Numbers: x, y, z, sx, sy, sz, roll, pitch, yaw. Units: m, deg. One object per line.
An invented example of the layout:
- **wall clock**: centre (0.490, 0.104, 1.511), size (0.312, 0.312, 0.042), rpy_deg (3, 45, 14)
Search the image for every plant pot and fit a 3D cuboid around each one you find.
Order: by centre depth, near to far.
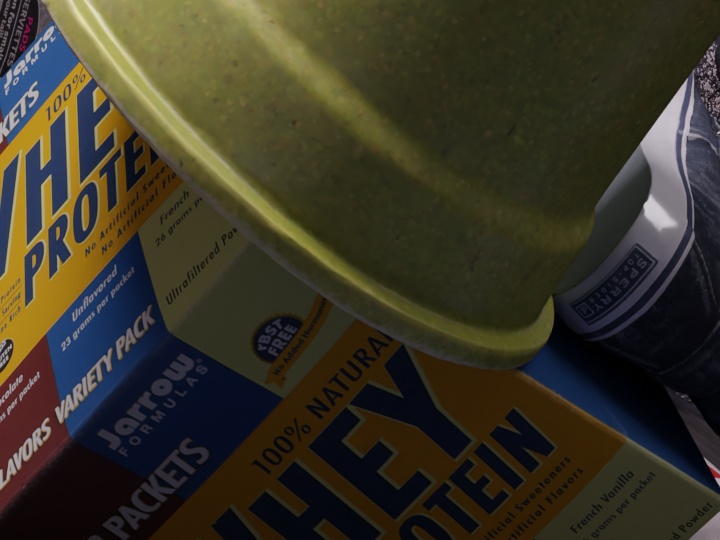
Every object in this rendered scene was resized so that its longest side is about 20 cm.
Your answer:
- **plant pot**: centre (0.039, -0.107, 0.626), size (0.200, 0.184, 0.201), rpy_deg (38, 19, -16)

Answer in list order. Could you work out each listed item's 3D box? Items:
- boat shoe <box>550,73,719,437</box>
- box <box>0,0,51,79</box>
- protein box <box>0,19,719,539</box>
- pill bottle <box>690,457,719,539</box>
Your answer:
- **boat shoe**: centre (0.110, -0.012, 0.768), size (0.091, 0.071, 0.200), rpy_deg (42, 25, -14)
- **box**: centre (-0.199, -0.178, 1.013), size (0.132, 0.201, 0.115), rpy_deg (13, -2, 22)
- **protein box**: centre (-0.019, 0.018, 0.739), size (0.200, 0.135, 0.199), rpy_deg (31, 22, -33)
- **pill bottle**: centre (0.107, 0.118, 0.968), size (0.112, 0.112, 0.200), rpy_deg (29, 9, -45)
